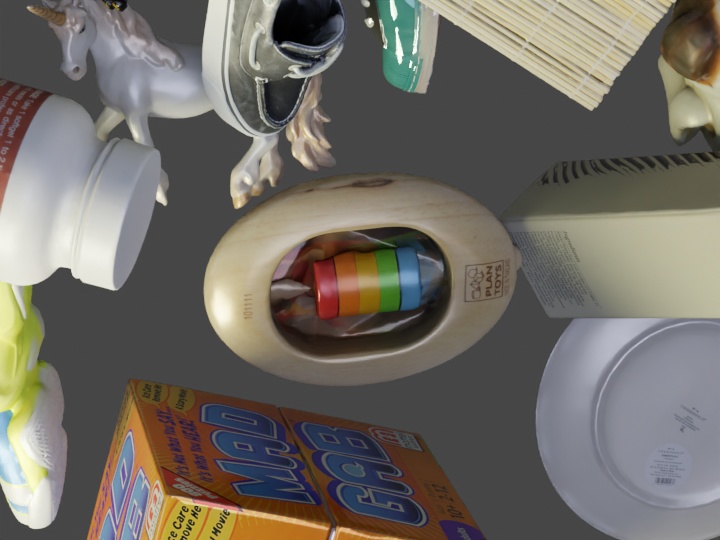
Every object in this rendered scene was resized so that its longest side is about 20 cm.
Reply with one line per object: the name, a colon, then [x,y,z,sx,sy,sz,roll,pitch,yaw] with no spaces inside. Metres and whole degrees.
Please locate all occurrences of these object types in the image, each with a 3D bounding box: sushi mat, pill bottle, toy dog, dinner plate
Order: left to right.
pill bottle: [-0.221,-0.057,1.448,0.199,0.112,0.113,17,104,6]
sushi mat: [0.082,-0.182,1.475,0.200,0.012,0.096,31,107,-11]
dinner plate: [0.213,0.092,1.667,0.199,0.024,0.201,-3,108,-10]
toy dog: [0.247,-0.101,1.529,0.139,0.194,0.200,-25,119,6]

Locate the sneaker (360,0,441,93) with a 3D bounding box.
sneaker: [0.011,-0.204,1.512,0.080,0.071,0.201,0,110,4]

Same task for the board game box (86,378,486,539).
board game box: [-0.059,0.208,1.550,0.199,0.200,0.200,11,104,-15]

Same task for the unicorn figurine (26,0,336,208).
unicorn figurine: [-0.115,-0.105,1.516,0.199,0.074,0.138,-8,109,-26]

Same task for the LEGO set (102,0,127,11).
LEGO set: [-0.110,-0.255,1.423,0.200,0.154,0.116,-46,110,1]

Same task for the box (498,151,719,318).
box: [0.182,-0.021,1.529,0.068,0.200,0.082,-43,116,-31]

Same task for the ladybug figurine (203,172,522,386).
ladybug figurine: [0.000,0.000,1.564,0.199,0.072,0.136,-3,111,-11]

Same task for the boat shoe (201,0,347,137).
boat shoe: [-0.040,-0.138,1.417,0.072,0.068,0.200,-37,151,-31]

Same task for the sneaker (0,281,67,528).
sneaker: [-0.240,0.063,1.542,0.105,0.076,0.201,-7,102,3]
